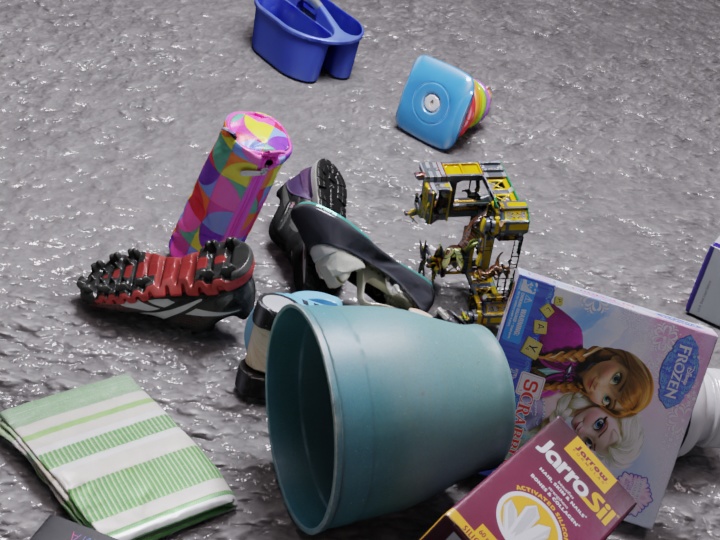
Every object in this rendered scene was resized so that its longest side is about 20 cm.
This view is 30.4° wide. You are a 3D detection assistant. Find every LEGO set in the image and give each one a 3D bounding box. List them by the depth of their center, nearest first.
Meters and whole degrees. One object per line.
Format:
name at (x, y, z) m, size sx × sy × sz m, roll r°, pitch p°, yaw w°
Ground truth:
LEGO set at (0.109, -0.031, 1.504) m, size 0.115 × 0.201 × 0.155 m, roll -3°, pitch 47°, yaw -11°

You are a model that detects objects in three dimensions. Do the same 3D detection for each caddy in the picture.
caddy at (-0.084, -0.377, 2.056) m, size 0.140 × 0.106 × 0.200 m, roll -11°, pitch 39°, yaw -37°

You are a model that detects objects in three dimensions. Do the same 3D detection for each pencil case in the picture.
pencil case at (-0.145, -0.083, 1.469) m, size 0.088 × 0.201 × 0.089 m, roll 19°, pitch 37°, yaw -15°

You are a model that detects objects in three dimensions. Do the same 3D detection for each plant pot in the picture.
plant pot at (0.030, 0.124, 1.192) m, size 0.186 × 0.202 × 0.201 m, roll -3°, pitch 35°, yaw -21°

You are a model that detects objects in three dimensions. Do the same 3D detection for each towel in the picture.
towel at (-0.221, 0.172, 1.200) m, size 0.152 × 0.024 × 0.200 m, roll -15°, pitch 40°, yaw -40°

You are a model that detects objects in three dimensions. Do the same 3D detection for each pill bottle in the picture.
pill bottle at (0.288, 0.136, 1.373) m, size 0.198 × 0.112 × 0.112 m, roll 6°, pitch 32°, yaw -13°

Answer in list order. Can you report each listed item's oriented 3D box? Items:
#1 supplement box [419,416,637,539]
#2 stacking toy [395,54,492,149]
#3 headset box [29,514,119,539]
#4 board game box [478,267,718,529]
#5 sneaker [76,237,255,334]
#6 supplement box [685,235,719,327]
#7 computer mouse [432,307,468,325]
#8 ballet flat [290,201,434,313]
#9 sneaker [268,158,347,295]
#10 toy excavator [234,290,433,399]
supplement box at (0.142, 0.229, 1.162) m, size 0.110 × 0.086 × 0.199 m, roll 47°, pitch 40°, yaw 11°
stacking toy at (0.150, -0.251, 1.976) m, size 0.109 × 0.117 × 0.199 m, roll 29°, pitch 20°, yaw 23°
headset box at (-0.199, 0.295, 0.940) m, size 0.173 × 0.094 × 0.200 m, roll 19°, pitch 32°, yaw 10°
board game box at (0.216, 0.123, 1.275) m, size 0.197 × 0.202 × 0.041 m, roll 16°, pitch 10°, yaw 3°
sneaker at (-0.199, 0.026, 1.400) m, size 0.198 × 0.099 × 0.071 m, roll -6°, pitch 41°, yaw 12°
supplement box at (0.507, -0.005, 1.700) m, size 0.103 × 0.102 × 0.200 m, roll 26°, pitch 33°, yaw 20°
computer mouse at (0.088, 0.119, 1.345) m, size 0.139 × 0.053 × 0.200 m, roll 48°, pitch 43°, yaw 7°
ballet flat at (0.000, 0.000, 1.476) m, size 0.199 × 0.073 × 0.073 m, roll 34°, pitch 24°, yaw -22°
sneaker at (-0.067, -0.034, 1.565) m, size 0.076 × 0.087 × 0.201 m, roll 44°, pitch 36°, yaw -36°
toy excavator at (-0.018, 0.068, 1.391) m, size 0.192 × 0.101 × 0.200 m, roll 17°, pitch 22°, yaw 3°
